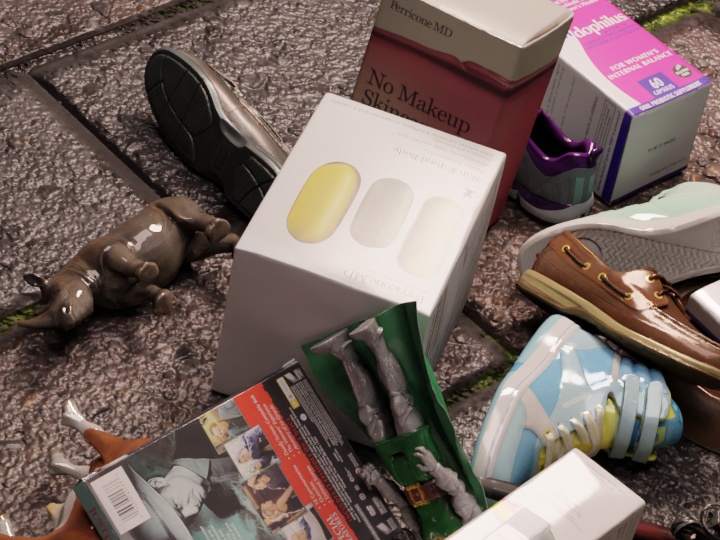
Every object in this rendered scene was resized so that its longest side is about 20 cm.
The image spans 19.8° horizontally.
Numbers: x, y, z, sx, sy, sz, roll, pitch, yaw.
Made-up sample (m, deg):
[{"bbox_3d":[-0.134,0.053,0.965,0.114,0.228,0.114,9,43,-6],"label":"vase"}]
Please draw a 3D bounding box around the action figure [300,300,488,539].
[{"bbox_3d":[0.037,0.129,1.426,0.055,0.118,0.200,-32,97,-42],"label":"action figure"}]

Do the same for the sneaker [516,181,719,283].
[{"bbox_3d":[0.226,-0.024,1.698,0.200,0.074,0.118,-9,14,2],"label":"sneaker"}]

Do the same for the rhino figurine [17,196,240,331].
[{"bbox_3d":[-0.181,0.001,1.569,0.087,0.060,0.200,22,40,39],"label":"rhino figurine"}]

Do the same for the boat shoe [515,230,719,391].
[{"bbox_3d":[0.212,0.028,1.579,0.200,0.072,0.068,29,85,34],"label":"boat shoe"}]

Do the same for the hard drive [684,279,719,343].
[{"bbox_3d":[0.368,0.067,1.604,0.132,0.025,0.200,-22,52,-31],"label":"hard drive"}]

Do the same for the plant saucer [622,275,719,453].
[{"bbox_3d":[0.308,0.069,1.631,0.200,0.032,0.200,6,43,-5],"label":"plant saucer"}]

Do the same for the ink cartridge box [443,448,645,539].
[{"bbox_3d":[0.090,0.216,1.358,0.200,0.117,0.067,-30,57,-36],"label":"ink cartridge box"}]

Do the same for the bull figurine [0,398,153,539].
[{"bbox_3d":[-0.173,0.157,1.404,0.121,0.065,0.200,22,41,17],"label":"bull figurine"}]

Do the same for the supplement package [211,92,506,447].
[{"bbox_3d":[0.000,0.000,1.545,0.152,0.151,0.200,19,43,7],"label":"supplement package"}]

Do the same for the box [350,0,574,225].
[{"bbox_3d":[0.069,-0.134,1.659,0.128,0.200,0.109,28,32,17],"label":"box"}]

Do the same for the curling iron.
[{"bbox_3d":[0.173,0.169,1.459,0.200,0.050,0.026,14,41,-12],"label":"curling iron"}]

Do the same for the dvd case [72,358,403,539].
[{"bbox_3d":[-0.079,0.162,1.396,0.200,0.022,0.146,-28,84,-40],"label":"dvd case"}]

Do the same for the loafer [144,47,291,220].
[{"bbox_3d":[-0.106,-0.110,1.714,0.063,0.072,0.200,-8,49,-48],"label":"loafer"}]

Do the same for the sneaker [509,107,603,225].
[{"bbox_3d":[0.119,-0.122,1.750,0.200,0.088,0.074,30,45,18],"label":"sneaker"}]

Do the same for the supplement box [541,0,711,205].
[{"bbox_3d":[0.195,-0.166,1.806,0.101,0.103,0.200,-25,52,-32],"label":"supplement box"}]

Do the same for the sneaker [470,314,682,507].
[{"bbox_3d":[0.163,0.118,1.510,0.130,0.080,0.200,23,44,14],"label":"sneaker"}]
